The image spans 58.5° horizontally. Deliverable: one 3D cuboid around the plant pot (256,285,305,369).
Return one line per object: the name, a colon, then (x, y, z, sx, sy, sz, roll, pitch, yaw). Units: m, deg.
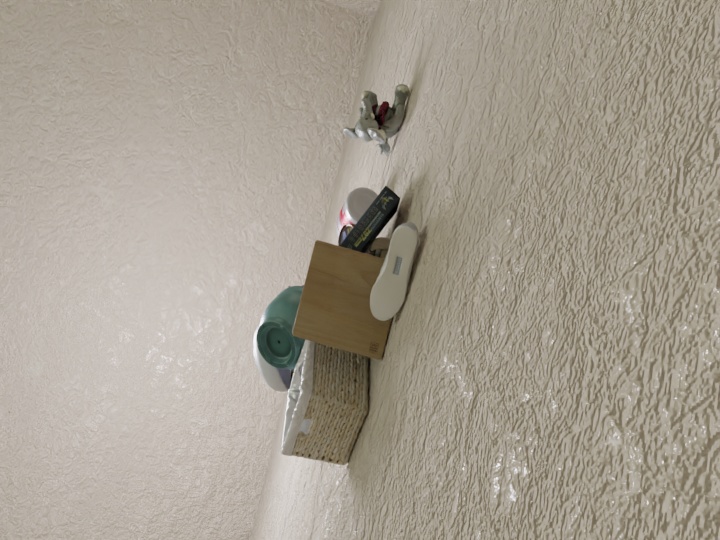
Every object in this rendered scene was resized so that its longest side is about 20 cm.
plant pot: (-0.172, 0.156, 1.565, 0.134, 0.197, 0.205, -31, -34, -57)

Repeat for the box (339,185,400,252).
box: (0.014, -0.092, 1.511, 0.202, 0.051, 0.158, -53, -4, -4)

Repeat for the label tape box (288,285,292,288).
label tape box: (-0.141, 0.149, 1.879, 0.066, 0.195, 0.147, 132, 154, -63)

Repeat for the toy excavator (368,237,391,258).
toy excavator: (0.016, 0.049, 1.469, 0.199, 0.196, 0.100, 64, 172, -6)

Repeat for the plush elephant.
plush elephant: (0.038, -0.432, 1.847, 0.153, 0.161, 0.207, -14, -71, -53)

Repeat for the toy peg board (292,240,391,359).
toy peg board: (-0.026, 0.060, 1.376, 0.098, 0.194, 0.205, -112, 37, -88)

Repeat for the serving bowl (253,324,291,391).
serving bowl: (-0.251, 0.241, 1.775, 0.200, 0.064, 0.206, -19, -89, -87)

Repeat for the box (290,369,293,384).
box: (-0.155, 0.387, 1.838, 0.161, 0.048, 0.205, -96, -6, -62)

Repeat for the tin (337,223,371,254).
tin: (-0.008, -0.020, 1.644, 0.112, 0.041, 0.206, -34, 65, 60)

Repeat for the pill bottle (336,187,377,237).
pill bottle: (-0.010, -0.150, 1.884, 0.200, 0.109, 0.115, 124, 159, -66)

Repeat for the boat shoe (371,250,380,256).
boat shoe: (0.000, 0.000, 1.733, 0.074, 0.060, 0.203, -84, 12, -48)

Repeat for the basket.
basket: (-0.078, 0.291, 1.439, 0.202, 0.156, 0.202, -88, 15, -57)

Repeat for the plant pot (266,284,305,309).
plant pot: (-0.139, 0.126, 1.719, 0.191, 0.202, 0.204, -21, 39, 24)

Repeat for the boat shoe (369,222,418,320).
boat shoe: (0.070, 0.000, 1.280, 0.068, 0.070, 0.206, -40, -37, -66)
